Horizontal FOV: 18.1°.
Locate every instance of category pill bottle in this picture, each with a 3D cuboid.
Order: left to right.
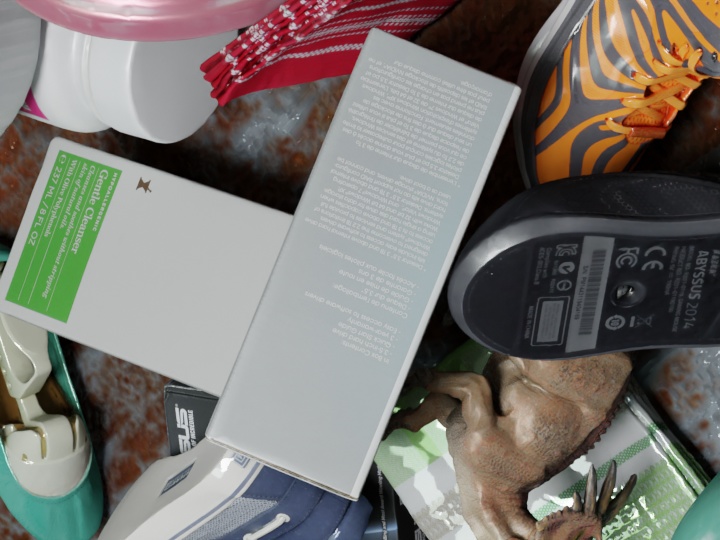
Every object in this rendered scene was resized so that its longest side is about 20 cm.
[{"bbox_3d":[-0.173,-0.141,1.238,0.199,0.113,0.114,19,118,30],"label":"pill bottle"}]

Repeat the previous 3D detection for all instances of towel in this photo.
[{"bbox_3d":[0.030,-0.139,1.068,0.200,0.144,0.023,-31,82,40],"label":"towel"},{"bbox_3d":[0.103,0.124,1.161,0.149,0.031,0.200,-39,85,23],"label":"towel"}]

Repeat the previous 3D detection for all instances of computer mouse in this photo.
[{"bbox_3d":[0.134,-0.002,1.030,0.053,0.199,0.139,-100,16,-46],"label":"computer mouse"}]

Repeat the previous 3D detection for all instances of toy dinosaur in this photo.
[{"bbox_3d":[0.093,0.068,1.101,0.135,0.086,0.201,30,98,4],"label":"toy dinosaur"}]

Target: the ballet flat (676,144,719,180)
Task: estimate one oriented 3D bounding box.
[{"bbox_3d":[0.182,-0.042,1.064,0.200,0.066,0.057,-34,42,40],"label":"ballet flat"}]

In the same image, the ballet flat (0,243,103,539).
[{"bbox_3d":[-0.202,0.077,1.366,0.070,0.067,0.201,-6,104,67],"label":"ballet flat"}]

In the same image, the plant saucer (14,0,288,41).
[{"bbox_3d":[-0.093,-0.195,1.101,0.200,0.201,0.051,29,146,25],"label":"plant saucer"}]

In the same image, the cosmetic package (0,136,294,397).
[{"bbox_3d":[-0.088,0.008,1.231,0.199,0.085,0.108,17,86,31],"label":"cosmetic package"}]

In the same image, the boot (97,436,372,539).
[{"bbox_3d":[-0.076,0.146,1.249,0.090,0.073,0.200,36,149,-13],"label":"boot"}]

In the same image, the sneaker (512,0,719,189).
[{"bbox_3d":[0.139,-0.092,1.030,0.112,0.077,0.201,45,132,41],"label":"sneaker"}]

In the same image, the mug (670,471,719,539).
[{"bbox_3d":[0.224,0.145,1.037,0.152,0.114,0.185,47,115,8],"label":"mug"}]

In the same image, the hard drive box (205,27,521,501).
[{"bbox_3d":[0.000,0.000,1.072,0.077,0.156,0.201,22,88,0],"label":"hard drive box"}]

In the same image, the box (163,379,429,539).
[{"bbox_3d":[-0.030,0.160,1.293,0.160,0.043,0.201,8,112,34],"label":"box"}]

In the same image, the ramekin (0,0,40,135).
[{"bbox_3d":[-0.259,-0.136,1.169,0.200,0.098,0.201,9,107,33],"label":"ramekin"}]
